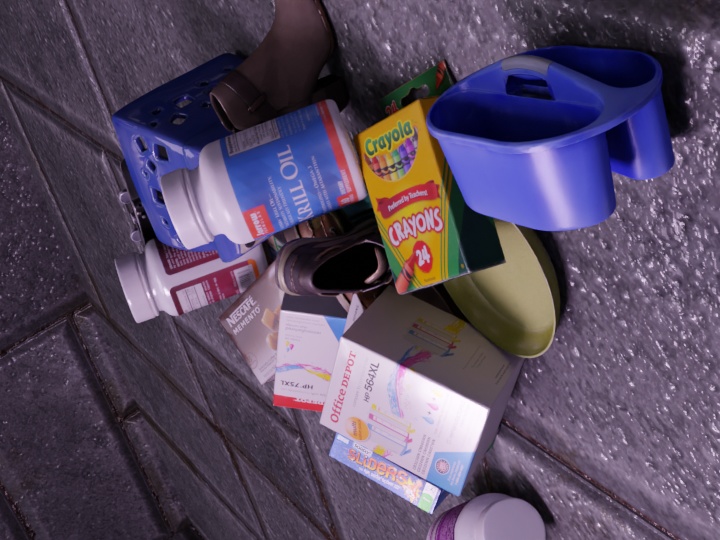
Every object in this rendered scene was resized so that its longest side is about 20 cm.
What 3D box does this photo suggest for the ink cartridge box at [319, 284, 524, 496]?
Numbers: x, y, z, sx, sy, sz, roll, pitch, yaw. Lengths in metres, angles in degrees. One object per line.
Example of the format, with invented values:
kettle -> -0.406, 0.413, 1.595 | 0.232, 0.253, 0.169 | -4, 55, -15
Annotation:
ink cartridge box -> 0.055, 0.122, 1.173 | 0.199, 0.125, 0.130 | 24, 124, 15

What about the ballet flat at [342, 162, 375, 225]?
ballet flat -> 0.015, -0.093, 1.213 | 0.200, 0.067, 0.071 | -23, 86, 64

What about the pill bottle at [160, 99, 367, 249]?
pill bottle -> -0.101, -0.094, 1.129 | 0.112, 0.198, 0.113 | -21, -90, -89

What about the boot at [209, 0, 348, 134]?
boot -> -0.099, -0.218, 1.178 | 0.070, 0.145, 0.201 | 16, 132, 62

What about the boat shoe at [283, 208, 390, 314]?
boat shoe -> 0.000, 0.000, 1.223 | 0.200, 0.068, 0.072 | 43, -155, -37

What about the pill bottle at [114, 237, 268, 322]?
pill bottle -> -0.236, -0.004, 1.525 | 0.114, 0.198, 0.115 | 161, 90, -81

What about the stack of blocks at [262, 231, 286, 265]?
stack of blocks -> -0.079, 0.016, 1.547 | 0.115, 0.058, 0.201 | 35, 147, 45

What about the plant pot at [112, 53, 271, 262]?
plant pot -> -0.165, -0.138, 1.371 | 0.179, 0.199, 0.201 | 24, 140, 44

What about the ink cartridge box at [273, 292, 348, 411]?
ink cartridge box -> -0.047, 0.112, 1.353 | 0.068, 0.115, 0.201 | -83, 0, -52

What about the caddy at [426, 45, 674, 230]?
caddy -> 0.139, -0.113, 0.813 | 0.199, 0.141, 0.106 | 21, 141, 55

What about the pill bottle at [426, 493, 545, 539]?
pill bottle -> 0.161, 0.347, 1.382 | 0.113, 0.112, 0.200 | 55, 158, 9

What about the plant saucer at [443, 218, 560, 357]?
plant saucer -> 0.137, -0.006, 1.096 | 0.200, 0.031, 0.201 | 46, 153, 31

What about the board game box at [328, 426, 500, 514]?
board game box -> 0.067, 0.196, 1.252 | 0.135, 0.200, 0.035 | 26, 112, 18

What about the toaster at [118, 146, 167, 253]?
toaster -> -0.250, -0.098, 1.610 | 0.119, 0.198, 0.182 | 56, 162, 38

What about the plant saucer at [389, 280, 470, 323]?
plant saucer -> 0.082, 0.059, 1.290 | 0.200, 0.036, 0.201 | 45, 153, 30

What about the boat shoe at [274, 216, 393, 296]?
boat shoe -> 0.007, -0.007, 1.140 | 0.073, 0.199, 0.075 | 24, 124, 50

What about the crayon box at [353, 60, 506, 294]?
crayon box -> 0.060, -0.087, 1.055 | 0.127, 0.050, 0.202 | -21, 84, 58

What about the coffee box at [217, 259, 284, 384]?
coffee box -> -0.081, 0.045, 1.427 | 0.200, 0.079, 0.115 | -42, 76, 30
